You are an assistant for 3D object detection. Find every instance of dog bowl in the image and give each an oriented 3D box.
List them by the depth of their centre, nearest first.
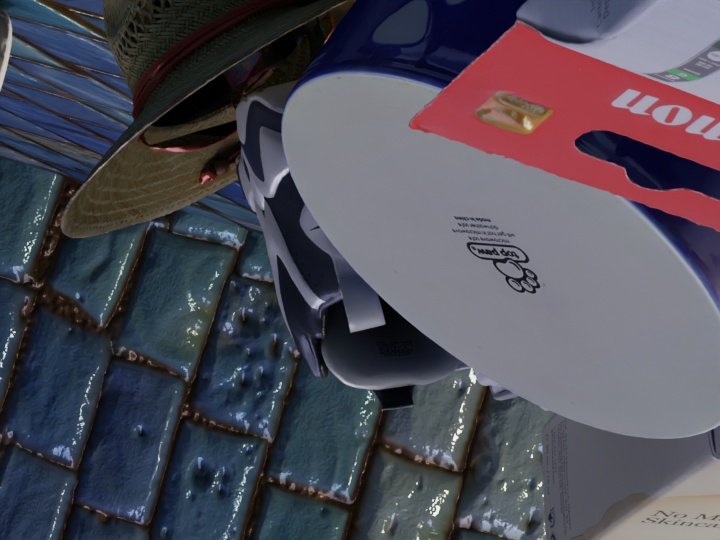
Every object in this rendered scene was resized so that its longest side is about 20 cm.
[{"bbox_3d":[0.072,-0.031,1.079,0.200,0.079,0.200,31,156,15],"label":"dog bowl"}]

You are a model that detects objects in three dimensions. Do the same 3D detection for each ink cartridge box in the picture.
[{"bbox_3d":[0.125,-0.045,0.829,0.161,0.050,0.200,18,147,-21],"label":"ink cartridge box"}]

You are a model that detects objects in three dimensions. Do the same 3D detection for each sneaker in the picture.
[{"bbox_3d":[0.000,0.000,1.241,0.079,0.130,0.199,-13,169,-4],"label":"sneaker"}]

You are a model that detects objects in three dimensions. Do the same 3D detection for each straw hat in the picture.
[{"bbox_3d":[-0.064,-0.099,1.234,0.085,0.201,0.201,58,-177,9],"label":"straw hat"}]

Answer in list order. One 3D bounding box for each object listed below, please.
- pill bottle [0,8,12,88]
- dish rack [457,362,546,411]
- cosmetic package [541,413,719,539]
[{"bbox_3d":[-0.323,-0.141,1.822,0.200,0.106,0.106,18,177,-19],"label":"pill bottle"},{"bbox_3d":[0.054,-0.018,1.339,0.044,0.172,0.200,-11,177,-2],"label":"dish rack"},{"bbox_3d":[0.156,0.074,1.261,0.103,0.073,0.200,4,161,-14],"label":"cosmetic package"}]
